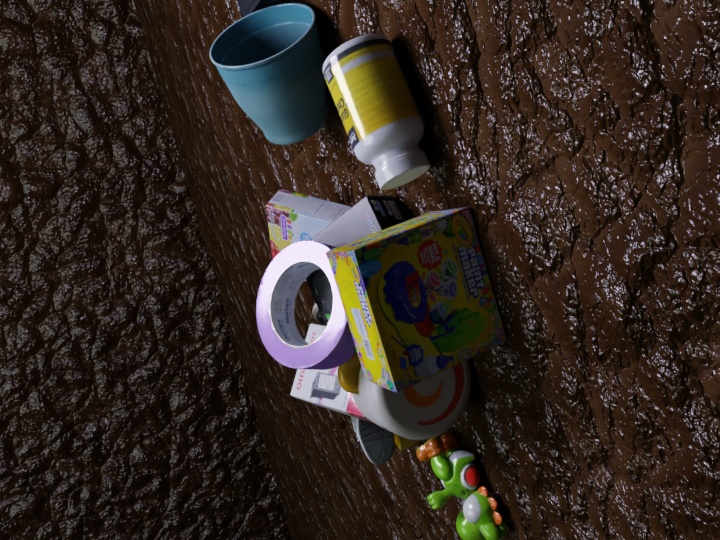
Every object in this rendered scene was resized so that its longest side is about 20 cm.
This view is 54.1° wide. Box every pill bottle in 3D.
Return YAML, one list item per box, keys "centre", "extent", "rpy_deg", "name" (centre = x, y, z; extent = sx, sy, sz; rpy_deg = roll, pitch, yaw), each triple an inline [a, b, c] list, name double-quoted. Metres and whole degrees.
- centre: [0.028, -0.227, 1.028]
  extent: [0.204, 0.110, 0.112]
  rpy_deg: [68, 160, 6]
  name: "pill bottle"

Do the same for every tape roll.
- centre: [-0.077, 0.057, 1.143]
  extent: [0.197, 0.065, 0.205]
  rpy_deg: [-8, 77, 35]
  name: "tape roll"

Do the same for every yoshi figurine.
- centre: [0.176, 0.399, 1.251]
  extent: [0.202, 0.111, 0.113]
  rpy_deg: [56, 172, 28]
  name: "yoshi figurine"

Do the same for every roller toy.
- centre: [0.077, 0.178, 1.166]
  extent: [0.185, 0.198, 0.139]
  rpy_deg: [59, 161, -10]
  name: "roller toy"

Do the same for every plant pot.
- centre: [-0.144, -0.344, 1.281]
  extent: [0.200, 0.198, 0.190]
  rpy_deg: [47, 166, 46]
  name: "plant pot"

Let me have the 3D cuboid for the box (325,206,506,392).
- centre: [0.080, 0.036, 1.022]
  extent: [0.122, 0.189, 0.204]
  rpy_deg: [1, 111, 68]
  name: "box"

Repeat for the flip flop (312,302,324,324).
- centre: [-0.031, 0.078, 1.398]
  extent: [0.082, 0.198, 0.058]
  rpy_deg: [-53, 54, 14]
  name: "flip flop"

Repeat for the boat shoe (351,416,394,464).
- centre: [0.013, 0.276, 1.383]
  extent: [0.065, 0.073, 0.206]
  rpy_deg: [118, 134, -71]
  name: "boat shoe"

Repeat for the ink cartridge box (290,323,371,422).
- centre: [-0.022, 0.189, 1.307]
  extent: [0.197, 0.085, 0.151]
  rpy_deg: [5, 74, 41]
  name: "ink cartridge box"

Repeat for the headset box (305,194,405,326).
- centre: [0.000, 0.000, 1.201]
  extent: [0.199, 0.092, 0.177]
  rpy_deg: [-34, 74, 32]
  name: "headset box"

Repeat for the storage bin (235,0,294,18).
- centre: [-0.172, -0.554, 1.274]
  extent: [0.199, 0.092, 0.138]
  rpy_deg: [3, 112, 67]
  name: "storage bin"

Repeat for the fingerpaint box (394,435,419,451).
- centre: [0.062, 0.226, 1.413]
  extent: [0.167, 0.072, 0.204]
  rpy_deg: [46, 149, 47]
  name: "fingerpaint box"

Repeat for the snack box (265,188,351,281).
- centre: [-0.081, -0.054, 1.389]
  extent: [0.196, 0.068, 0.171]
  rpy_deg: [14, 133, 18]
  name: "snack box"
